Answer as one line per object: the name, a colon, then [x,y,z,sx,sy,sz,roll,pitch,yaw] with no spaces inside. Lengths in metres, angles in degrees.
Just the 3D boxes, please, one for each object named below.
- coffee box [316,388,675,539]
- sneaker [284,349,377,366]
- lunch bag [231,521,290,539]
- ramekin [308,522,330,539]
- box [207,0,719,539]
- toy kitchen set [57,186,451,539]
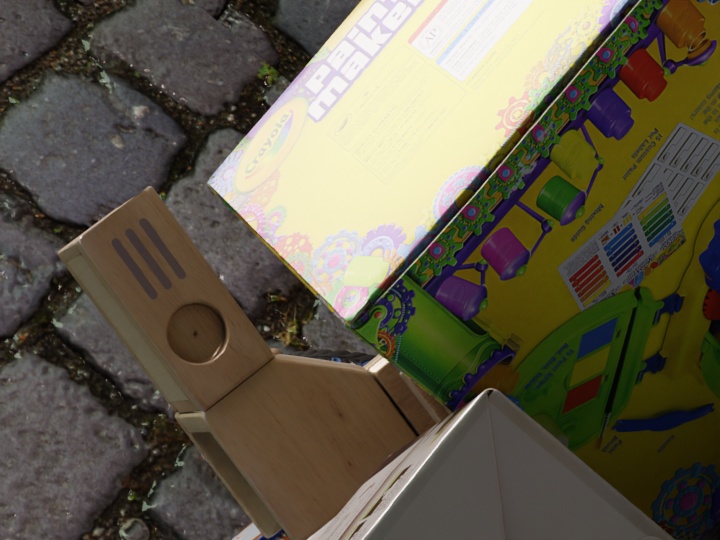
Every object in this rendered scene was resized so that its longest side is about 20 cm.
coffee box: [0.043,0.115,0.786,0.080,0.113,0.200,-50,0,-14]
sneaker: [0.027,0.099,1.279,0.077,0.199,0.076,-63,25,24]
lunch bag: [-0.056,0.229,1.473,0.200,0.124,0.170,-41,-3,11]
ramekin: [-0.011,0.197,1.187,0.203,0.094,0.202,-51,0,0]
box: [0.092,-0.033,0.834,0.200,0.193,0.122,-49,37,1]
toy kitchen set: [0.000,0.000,1.094,0.200,0.181,0.163,-38,5,-14]
